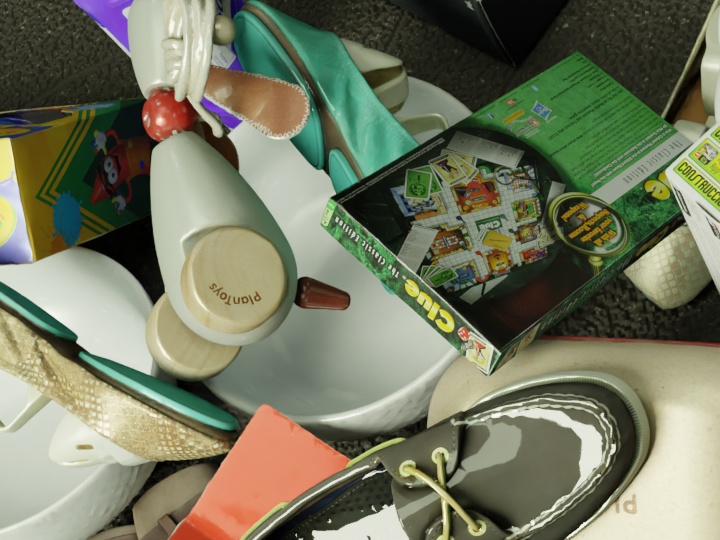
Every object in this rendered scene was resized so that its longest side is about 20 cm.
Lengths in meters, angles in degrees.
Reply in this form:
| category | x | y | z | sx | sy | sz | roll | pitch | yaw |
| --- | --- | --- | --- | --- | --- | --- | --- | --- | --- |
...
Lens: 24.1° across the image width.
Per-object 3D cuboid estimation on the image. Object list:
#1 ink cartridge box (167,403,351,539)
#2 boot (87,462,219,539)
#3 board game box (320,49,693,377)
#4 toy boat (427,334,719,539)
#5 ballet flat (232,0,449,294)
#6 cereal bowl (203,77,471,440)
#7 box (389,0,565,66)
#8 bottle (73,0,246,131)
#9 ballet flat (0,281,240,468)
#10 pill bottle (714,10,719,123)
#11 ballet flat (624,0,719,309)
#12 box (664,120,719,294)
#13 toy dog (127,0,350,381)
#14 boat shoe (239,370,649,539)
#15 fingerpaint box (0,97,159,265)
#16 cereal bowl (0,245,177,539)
| category | x | y | z | sx | sy | sz | roll | pitch | yaw |
| --- | --- | --- | --- | --- | --- | --- | --- | --- | --- |
| ink cartridge box | -0.039 | 0.187 | 0.779 | 0.162 | 0.057 | 0.200 | 33 | 88 | 6 |
| boot | -0.063 | 0.164 | 0.877 | 0.199 | 0.070 | 0.147 | -24 | 50 | 4 |
| board game box | 0.083 | -0.034 | 0.788 | 0.105 | 0.024 | 0.200 | 41 | 46 | 19 |
| toy boat | 0.135 | 0.091 | 0.763 | 0.199 | 0.131 | 0.131 | 2 | 98 | 32 |
| ballet flat | 0.004 | -0.070 | 0.854 | 0.070 | 0.068 | 0.200 | -21 | 55 | -17 |
| cereal bowl | 0.000 | 0.000 | 0.904 | 0.199 | 0.083 | 0.201 | -10 | 63 | 20 |
| box | 0.048 | -0.231 | 1.005 | 0.200 | 0.079 | 0.141 | 34 | 80 | 32 |
| bottle | -0.099 | -0.141 | 0.955 | 0.065 | 0.200 | 0.084 | -22 | 58 | 14 |
| ballet flat | -0.152 | 0.062 | 0.859 | 0.199 | 0.070 | 0.066 | 28 | 89 | 23 |
| pill bottle | 0.227 | -0.065 | 0.769 | 0.119 | 0.200 | 0.120 | -10 | 63 | 20 |
| ballet flat | 0.179 | -0.079 | 0.881 | 0.067 | 0.062 | 0.201 | 15 | 74 | 28 |
| box | 0.201 | 0.023 | 0.740 | 0.035 | 0.200 | 0.110 | -42 | 57 | 0 |
| toy dog | -0.058 | -0.045 | 0.839 | 0.132 | 0.096 | 0.201 | -172 | 80 | -66 |
| boat shoe | 0.029 | 0.104 | 0.712 | 0.201 | 0.060 | 0.072 | -31 | 79 | 27 |
| fingerpaint box | -0.237 | -0.050 | 0.991 | 0.199 | 0.167 | 0.074 | -4 | 102 | 24 |
| cereal bowl | -0.192 | 0.086 | 0.946 | 0.199 | 0.084 | 0.201 | -9 | 48 | 10 |
